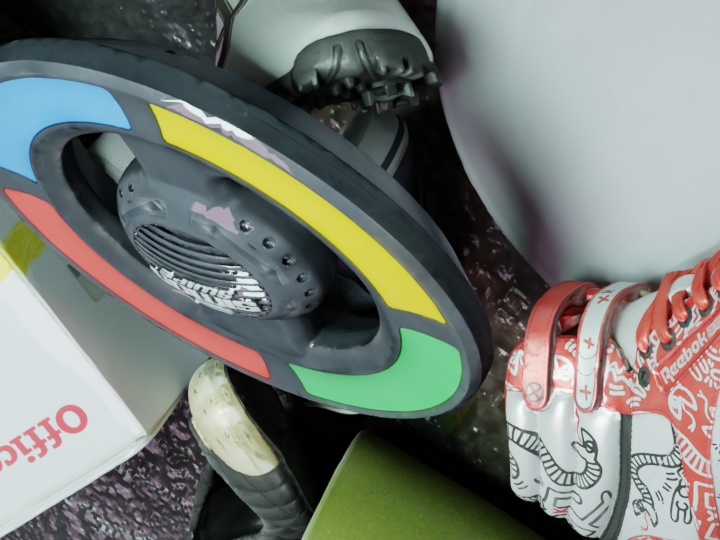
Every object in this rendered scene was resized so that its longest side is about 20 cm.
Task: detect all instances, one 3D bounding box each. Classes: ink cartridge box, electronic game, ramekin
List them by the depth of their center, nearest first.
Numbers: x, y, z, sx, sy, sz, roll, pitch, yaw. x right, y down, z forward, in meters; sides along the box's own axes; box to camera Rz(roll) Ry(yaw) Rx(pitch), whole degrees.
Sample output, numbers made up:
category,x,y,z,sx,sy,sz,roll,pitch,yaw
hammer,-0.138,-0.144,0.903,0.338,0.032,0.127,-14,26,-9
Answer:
category,x,y,z,sx,sy,sz,roll,pitch,yaw
ramekin,0.132,-0.070,0.931,0.202,0.094,0.203,19,129,25
electronic game,-0.046,-0.011,0.944,0.200,0.042,0.200,25,158,11
ink cartridge box,-0.177,0.003,1.100,0.145,0.083,0.200,-31,101,30

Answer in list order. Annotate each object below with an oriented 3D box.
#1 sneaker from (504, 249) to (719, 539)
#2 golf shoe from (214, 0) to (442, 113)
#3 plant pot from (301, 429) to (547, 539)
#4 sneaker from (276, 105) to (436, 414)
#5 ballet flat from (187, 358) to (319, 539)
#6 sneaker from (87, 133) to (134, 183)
category,x,y,z,sx,sy,sz,roll,pitch,yaw
sneaker,0.106,0.022,0.900,0.108,0.067,0.201,27,136,13
golf shoe,-0.022,-0.098,0.974,0.078,0.200,0.095,-10,99,-7
plant pot,0.056,0.188,1.124,0.200,0.187,0.187,23,132,5
sneaker,0.000,0.000,1.071,0.079,0.078,0.200,33,160,-4
ballet flat,-0.049,0.086,1.135,0.200,0.057,0.067,81,167,-69
sneaker,-0.116,0.021,1.175,0.075,0.082,0.200,40,136,18
